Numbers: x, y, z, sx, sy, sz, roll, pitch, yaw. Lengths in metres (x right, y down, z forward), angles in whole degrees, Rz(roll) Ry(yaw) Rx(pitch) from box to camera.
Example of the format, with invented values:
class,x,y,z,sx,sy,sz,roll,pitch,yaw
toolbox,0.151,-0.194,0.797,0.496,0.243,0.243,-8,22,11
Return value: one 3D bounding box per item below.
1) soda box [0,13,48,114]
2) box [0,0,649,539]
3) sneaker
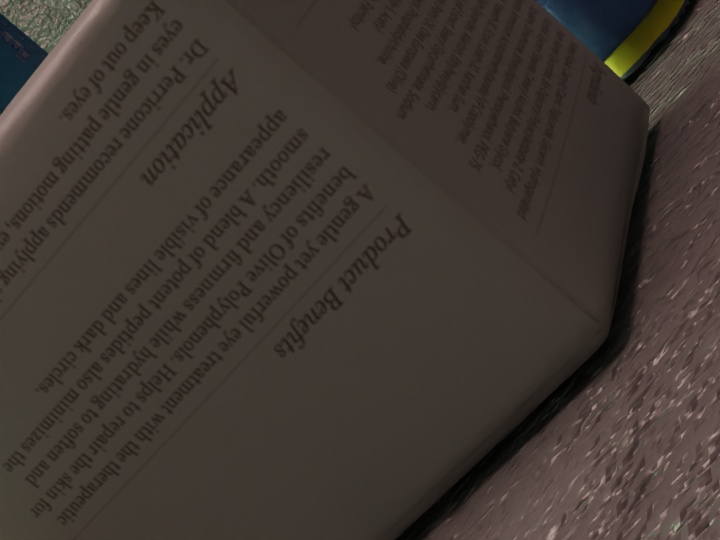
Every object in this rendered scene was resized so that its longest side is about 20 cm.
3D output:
class,x,y,z,sx,sy,sz,roll,pitch,yaw
soda box,-0.126,-0.028,0.861,0.064,0.200,0.068,-44,10,37
box,-0.034,-0.011,0.639,0.199,0.171,0.200,-46,7,26
sneaker,0.105,-0.145,0.861,0.066,0.078,0.200,-49,6,25
